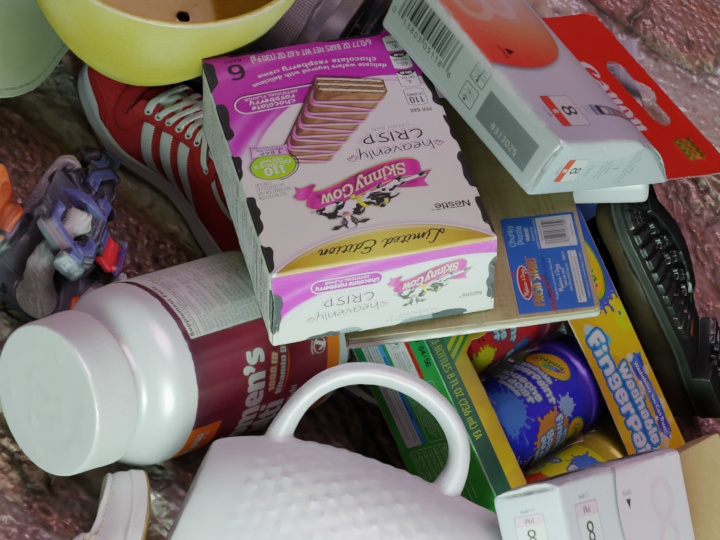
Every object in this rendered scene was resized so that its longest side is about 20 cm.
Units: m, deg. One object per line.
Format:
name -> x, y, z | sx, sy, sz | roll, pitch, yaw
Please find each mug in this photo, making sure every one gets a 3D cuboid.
mug -> -0.013, 0.150, 1.504 | 0.175, 0.148, 0.200 | 25, 92, -3

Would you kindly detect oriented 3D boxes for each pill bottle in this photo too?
pill bottle -> -0.110, 0.054, 1.567 | 0.200, 0.110, 0.110 | -17, 64, -44

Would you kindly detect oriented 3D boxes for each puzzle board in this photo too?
puzzle board -> 0.055, -0.033, 1.596 | 0.150, 0.017, 0.200 | -7, 45, -3

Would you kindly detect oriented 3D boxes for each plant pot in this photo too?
plant pot -> -0.130, -0.198, 1.659 | 0.199, 0.142, 0.201 | 6, 60, -11

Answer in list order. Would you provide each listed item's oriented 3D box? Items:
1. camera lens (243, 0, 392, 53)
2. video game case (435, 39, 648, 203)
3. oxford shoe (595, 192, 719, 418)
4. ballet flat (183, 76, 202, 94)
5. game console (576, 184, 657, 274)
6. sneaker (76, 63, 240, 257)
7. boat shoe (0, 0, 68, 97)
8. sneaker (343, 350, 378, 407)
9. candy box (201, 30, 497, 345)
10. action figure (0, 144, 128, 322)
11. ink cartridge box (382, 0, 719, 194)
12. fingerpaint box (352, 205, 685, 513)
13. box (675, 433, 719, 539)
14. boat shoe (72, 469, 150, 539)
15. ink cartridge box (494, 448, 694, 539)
camera lens -> -0.058, -0.231, 1.799 | 0.200, 0.160, 0.160 | 37, 47, 4
video game case -> 0.094, -0.098, 1.717 | 0.182, 0.022, 0.200 | -1, 31, 4
oxford shoe -> 0.179, 0.027, 1.713 | 0.084, 0.200, 0.073 | -5, 40, 23
ballet flat -> -0.063, -0.131, 1.736 | 0.200, 0.057, 0.066 | 19, -6, 37
game console -> 0.087, -0.071, 1.783 | 0.116, 0.176, 0.200 | 26, 40, -47
sneaker -> -0.100, -0.089, 1.696 | 0.071, 0.113, 0.200 | -32, 74, -37
boat shoe -> -0.233, -0.162, 1.705 | 0.199, 0.066, 0.075 | -52, 132, -52
sneaker -> 0.000, 0.000, 1.688 | 0.077, 0.085, 0.200 | -18, 60, -17
candy box -> -0.010, -0.054, 1.563 | 0.136, 0.061, 0.200 | -10, 46, -11
action figure -> -0.216, -0.031, 1.631 | 0.193, 0.105, 0.200 | 38, 17, -3
ink cartridge box -> 0.134, -0.121, 1.625 | 0.200, 0.050, 0.162 | -9, 51, -42
fingerpaint box -> 0.104, 0.084, 1.642 | 0.167, 0.073, 0.200 | -27, 94, -40
box -> 0.175, 0.208, 1.611 | 0.200, 0.021, 0.164 | -22, 97, -39
boat shoe -> -0.163, 0.184, 1.475 | 0.069, 0.071, 0.200 | 12, 41, -2
ink cartridge box -> 0.151, 0.212, 1.516 | 0.162, 0.057, 0.201 | -7, 81, -59
